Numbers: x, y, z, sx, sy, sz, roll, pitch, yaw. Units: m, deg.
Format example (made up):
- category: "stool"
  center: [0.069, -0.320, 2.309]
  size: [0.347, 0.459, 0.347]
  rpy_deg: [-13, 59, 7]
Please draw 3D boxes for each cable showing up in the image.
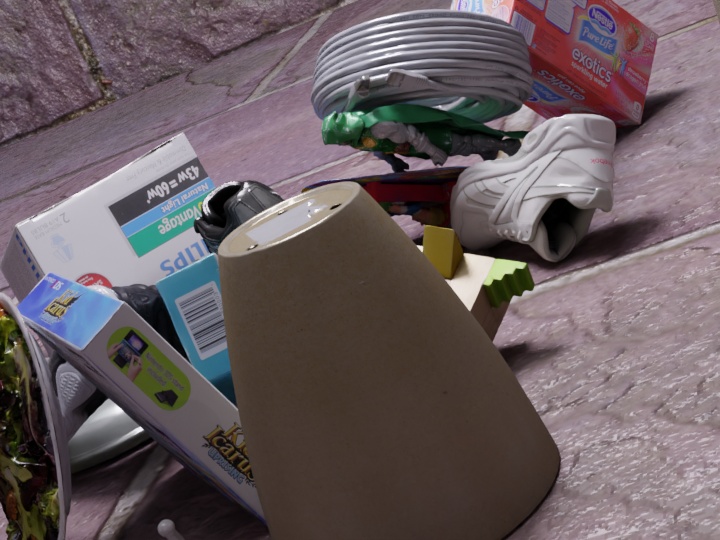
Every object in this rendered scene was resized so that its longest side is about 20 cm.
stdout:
- category: "cable"
  center: [0.052, -0.169, 1.370]
  size: [0.198, 0.070, 0.200]
  rpy_deg: [-2, -9, -27]

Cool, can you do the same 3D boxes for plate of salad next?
- category: "plate of salad"
  center: [-0.249, 0.117, 1.099]
  size: [0.048, 0.203, 0.200]
  rpy_deg: [-10, 9, -26]

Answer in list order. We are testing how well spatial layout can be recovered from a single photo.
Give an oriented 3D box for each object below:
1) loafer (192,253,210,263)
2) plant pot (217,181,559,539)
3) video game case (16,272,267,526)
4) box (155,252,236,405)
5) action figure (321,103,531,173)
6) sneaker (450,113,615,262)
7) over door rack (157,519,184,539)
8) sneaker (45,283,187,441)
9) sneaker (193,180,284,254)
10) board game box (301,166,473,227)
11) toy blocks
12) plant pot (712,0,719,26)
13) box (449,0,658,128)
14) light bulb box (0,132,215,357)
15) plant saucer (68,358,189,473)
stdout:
- category: "loafer"
  center: [-0.146, 0.020, 1.410]
  size: [0.072, 0.072, 0.200]
  rpy_deg: [14, 16, 2]
- category: "plant pot"
  center: [-0.004, 0.058, 0.923]
  size: [0.186, 0.202, 0.188]
  rpy_deg: [-23, 16, 7]
- category: "video game case"
  center: [-0.141, 0.084, 1.067]
  size: [0.046, 0.181, 0.200]
  rpy_deg: [-48, 22, -12]
- category: "box"
  center: [-0.101, 0.049, 1.166]
  size: [0.049, 0.083, 0.200]
  rpy_deg: [-25, -10, -2]
- category: "action figure"
  center: [0.050, -0.112, 1.331]
  size: [0.198, 0.055, 0.118]
  rpy_deg: [5, -6, -33]
- category: "sneaker"
  center: [0.137, -0.048, 1.270]
  size: [0.077, 0.101, 0.200]
  rpy_deg: [7, -24, -26]
- category: "over door rack"
  center: [-0.200, 0.224, 0.931]
  size: [0.146, 0.067, 0.200]
  rpy_deg: [-19, 17, 21]
- category: "sneaker"
  center: [-0.207, 0.079, 1.249]
  size: [0.113, 0.076, 0.200]
  rpy_deg: [-14, -28, -45]
- category: "sneaker"
  center: [-0.094, -0.026, 1.291]
  size: [0.071, 0.098, 0.200]
  rpy_deg: [-45, 4, -17]
- category: "board game box"
  center: [0.046, -0.058, 1.385]
  size: [0.197, 0.039, 0.158]
  rpy_deg: [-5, -5, 15]
- category: "toy blocks"
  center: [0.011, 0.048, 1.109]
  size: [0.198, 0.100, 0.138]
  rpy_deg: [9, 55, 29]
- category: "plant pot"
  center: [0.405, -0.214, 1.214]
  size: [0.198, 0.201, 0.177]
  rpy_deg: [-25, 27, -1]
- category: "box"
  center: [0.184, -0.220, 1.488]
  size: [0.094, 0.199, 0.104]
  rpy_deg: [-4, 67, 50]
- category: "light bulb box"
  center: [-0.245, -0.019, 1.559]
  size: [0.197, 0.126, 0.200]
  rpy_deg: [-32, 0, -21]
- category: "plant saucer"
  center: [-0.223, 0.108, 1.353]
  size: [0.198, 0.051, 0.200]
  rpy_deg: [-22, 16, 7]
